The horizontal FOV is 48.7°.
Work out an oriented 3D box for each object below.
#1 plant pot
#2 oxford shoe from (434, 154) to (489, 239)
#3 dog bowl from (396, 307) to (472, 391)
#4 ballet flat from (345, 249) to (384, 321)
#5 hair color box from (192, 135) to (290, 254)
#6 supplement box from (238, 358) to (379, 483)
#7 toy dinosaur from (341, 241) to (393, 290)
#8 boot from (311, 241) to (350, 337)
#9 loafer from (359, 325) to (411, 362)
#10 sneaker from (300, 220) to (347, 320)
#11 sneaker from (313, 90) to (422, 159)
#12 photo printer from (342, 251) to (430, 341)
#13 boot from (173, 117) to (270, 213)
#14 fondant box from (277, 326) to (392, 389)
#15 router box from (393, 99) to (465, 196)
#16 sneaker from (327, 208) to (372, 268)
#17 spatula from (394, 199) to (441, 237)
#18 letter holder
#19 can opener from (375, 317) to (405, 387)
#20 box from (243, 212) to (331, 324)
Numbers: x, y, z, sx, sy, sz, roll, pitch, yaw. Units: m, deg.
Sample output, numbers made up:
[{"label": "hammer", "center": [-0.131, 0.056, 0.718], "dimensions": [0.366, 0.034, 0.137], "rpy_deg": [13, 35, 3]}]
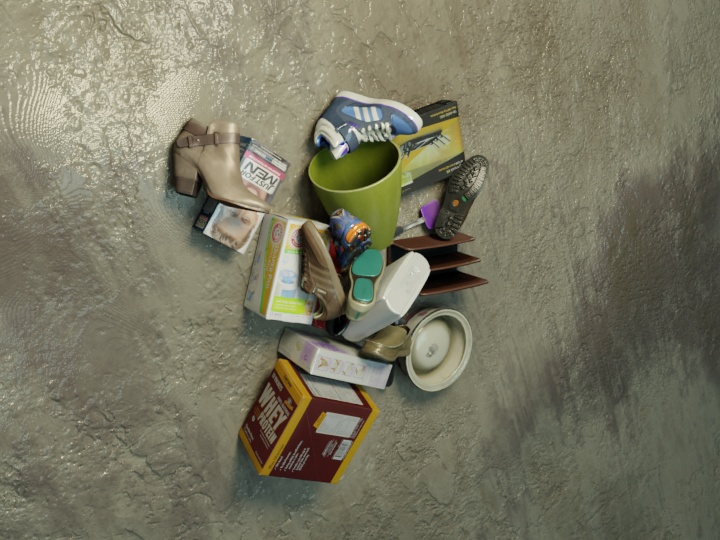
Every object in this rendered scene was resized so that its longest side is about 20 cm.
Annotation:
[{"label": "plant pot", "center": [0.007, -0.138, 1.618], "dimensions": [0.187, 0.187, 0.201], "rpy_deg": [-35, 135, -22]}, {"label": "oxford shoe", "center": [0.226, -0.168, 1.788], "dimensions": [0.201, 0.072, 0.084], "rpy_deg": [-61, 171, 9]}, {"label": "dog bowl", "center": [0.165, 0.176, 1.864], "dimensions": [0.199, 0.074, 0.202], "rpy_deg": [-11, 109, -32]}, {"label": "ballet flat", "center": [0.006, 0.032, 1.566], "dimensions": [0.200, 0.069, 0.070], "rpy_deg": [-71, 145, -57]}, {"label": "hair color box", "center": [-0.225, -0.143, 1.515], "dimensions": [0.100, 0.060, 0.201], "rpy_deg": [29, 86, -36]}, {"label": "supplement box", "center": [-0.108, 0.315, 1.648], "dimensions": [0.199, 0.133, 0.198], "rpy_deg": [18, 109, -36]}, {"label": "toy dinosaur", "center": [0.000, 0.000, 1.675], "dimensions": [0.058, 0.101, 0.201], "rpy_deg": [40, 51, -13]}, {"label": "boot", "center": [-0.049, 0.029, 1.633], "dimensions": [0.072, 0.144, 0.202], "rpy_deg": [10, 96, -34]}, {"label": "loafer", "center": [0.055, 0.149, 1.674], "dimensions": [0.200, 0.075, 0.068], "rpy_deg": [1, 99, -70]}, {"label": "sneaker", "center": [-0.086, 0.006, 1.521], "dimensions": [0.075, 0.070, 0.201], "rpy_deg": [-23, 107, -5]}, {"label": "sneaker", "center": [0.006, -0.264, 1.561], "dimensions": [0.147, 0.199, 0.081], "rpy_deg": [-63, 160, -21]}, {"label": "photo printer", "center": [0.042, 0.060, 1.662], "dimensions": [0.069, 0.200, 0.167], "rpy_deg": [44, 49, -11]}, {"label": "boot", "center": [-0.243, -0.193, 1.433], "dimensions": [0.198, 0.070, 0.147], "rpy_deg": [14, 84, -1]}, {"label": "fondant box", "center": [-0.053, 0.184, 1.670], "dimensions": [0.199, 0.144, 0.059], "rpy_deg": [16, 95, -36]}, {"label": "router box", "center": [0.132, -0.267, 1.731], "dimensions": [0.199, 0.052, 0.158], "rpy_deg": [-25, 117, -27]}, {"label": "sneaker", "center": [-0.025, -0.068, 1.539], "dimensions": [0.075, 0.200, 0.079], "rpy_deg": [-37, 79, -15]}, {"label": "spatula", "center": [0.108, -0.099, 1.778], "dimensions": [0.199, 0.021, 0.057], "rpy_deg": [-27, 99, -22]}, {"label": "letter holder", "center": [0.178, -0.016, 1.776], "dimensions": [0.199, 0.142, 0.101], "rpy_deg": [-10, 108, -32]}, {"label": "can opener", "center": [0.057, 0.168, 1.798], "dimensions": [0.078, 0.063, 0.202], "rpy_deg": [-12, 119, -28]}, {"label": "box", "center": [-0.144, -0.007, 1.583], "dimensions": [0.112, 0.101, 0.202], "rpy_deg": [10, 97, -36]}]
